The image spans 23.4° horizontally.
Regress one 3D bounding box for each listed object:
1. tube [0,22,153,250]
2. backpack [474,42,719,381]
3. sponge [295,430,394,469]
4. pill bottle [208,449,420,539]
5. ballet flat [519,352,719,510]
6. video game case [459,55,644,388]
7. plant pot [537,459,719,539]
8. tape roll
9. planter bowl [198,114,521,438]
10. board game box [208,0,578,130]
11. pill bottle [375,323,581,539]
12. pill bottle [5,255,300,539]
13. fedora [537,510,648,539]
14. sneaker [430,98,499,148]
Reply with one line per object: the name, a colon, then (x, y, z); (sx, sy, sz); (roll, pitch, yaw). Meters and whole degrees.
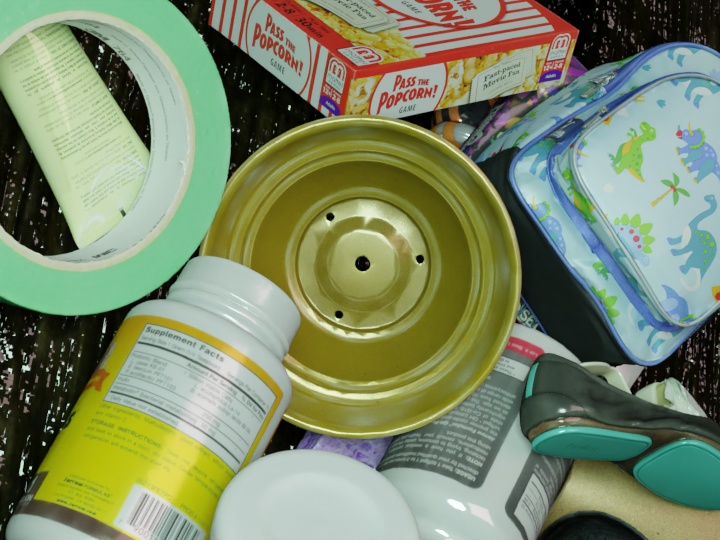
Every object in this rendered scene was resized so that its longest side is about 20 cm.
tube: (-0.190, -0.115, 1.050); (0.200, 0.058, 0.052); (61, 10, -14)
backpack: (0.195, -0.051, 1.151); (0.200, 0.147, 0.183); (-40, 100, -26)
sponge: (0.032, 0.177, 1.160); (0.200, 0.030, 0.112); (48, 52, -19)
pill bottle: (-0.040, 0.204, 0.972); (0.112, 0.200, 0.112); (8, 40, -7)
ballet flat: (0.179, 0.096, 1.105); (0.200, 0.068, 0.069); (24, 50, -38)
video game case: (0.151, -0.030, 1.229); (0.200, 0.036, 0.181); (44, 68, -12)
plant pot: (0.208, 0.186, 1.227); (0.200, 0.186, 0.187); (27, 60, -16)
tape roll: (-0.171, -0.075, 1.011); (0.200, 0.048, 0.201); (-5, 98, -37)
planter bowl: (0.000, 0.000, 1.108); (0.201, 0.200, 0.083); (64, 4, -6)
board game box: (0.023, -0.163, 1.173); (0.200, 0.151, 0.046); (-16, 132, -38)
pill bottle: (0.067, 0.137, 1.107); (0.111, 0.111, 0.200); (47, 51, -20)
pill bottle: (-0.111, 0.094, 0.996); (0.109, 0.109, 0.200); (40, 62, -25)
fedora: (0.126, 0.245, 1.087); (0.091, 0.201, 0.201); (-1, 77, -27)
sneaker: (0.143, -0.086, 1.302); (0.200, 0.078, 0.112); (38, 56, -26)
